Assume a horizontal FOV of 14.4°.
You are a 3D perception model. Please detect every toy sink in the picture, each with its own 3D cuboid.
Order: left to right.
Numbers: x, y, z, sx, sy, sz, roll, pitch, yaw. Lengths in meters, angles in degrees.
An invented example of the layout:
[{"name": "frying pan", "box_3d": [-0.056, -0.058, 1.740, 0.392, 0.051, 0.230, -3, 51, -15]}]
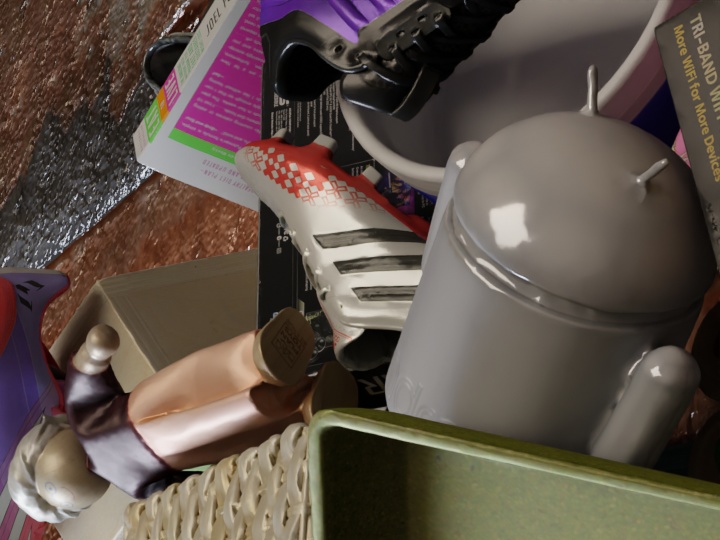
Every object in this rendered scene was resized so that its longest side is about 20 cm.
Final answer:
[{"name": "toy sink", "box_3d": [-0.071, 0.073, 1.556, 0.112, 0.200, 0.130, 55, 129, 21]}]

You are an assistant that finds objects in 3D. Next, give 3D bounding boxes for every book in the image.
[{"name": "book", "box_3d": [-0.023, -0.120, 1.581, 0.200, 0.134, 0.048, -55, 31, 30]}]

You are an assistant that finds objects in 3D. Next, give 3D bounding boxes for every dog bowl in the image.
[{"name": "dog bowl", "box_3d": [0.089, -0.115, 1.356, 0.200, 0.079, 0.200, -22, 52, 30]}]

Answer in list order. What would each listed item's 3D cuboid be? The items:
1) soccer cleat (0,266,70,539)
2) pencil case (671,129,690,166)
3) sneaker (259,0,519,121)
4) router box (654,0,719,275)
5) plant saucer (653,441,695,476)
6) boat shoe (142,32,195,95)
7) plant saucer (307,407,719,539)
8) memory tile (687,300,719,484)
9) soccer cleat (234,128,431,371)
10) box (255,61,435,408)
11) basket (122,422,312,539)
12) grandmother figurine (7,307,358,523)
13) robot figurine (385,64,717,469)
[{"name": "soccer cleat", "box_3d": [-0.179, 0.090, 1.486, 0.067, 0.076, 0.200, -122, 24, -61]}, {"name": "pencil case", "box_3d": [0.194, -0.095, 1.221, 0.086, 0.083, 0.200, 24, 96, 29]}, {"name": "sneaker", "box_3d": [0.034, -0.118, 1.307, 0.200, 0.070, 0.100, -9, 67, 40]}, {"name": "router box", "box_3d": [0.210, -0.040, 1.100, 0.157, 0.052, 0.200, -30, 59, 32]}, {"name": "plant saucer", "box_3d": [0.109, 0.114, 1.230, 0.200, 0.019, 0.070, -11, 60, 28]}, {"name": "boat shoe", "box_3d": [-0.079, -0.114, 1.753, 0.199, 0.068, 0.074, 36, 107, 61]}, {"name": "plant saucer", "box_3d": [0.081, 0.145, 1.154, 0.048, 0.200, 0.200, -53, -32, -51]}, {"name": "memory tile", "box_3d": [0.206, 0.063, 1.133, 0.200, 0.017, 0.153, -17, 59, 45]}, {"name": "soccer cleat", "box_3d": [0.000, 0.000, 1.367, 0.200, 0.069, 0.085, 33, 81, 33]}, {"name": "box", "box_3d": [0.028, -0.032, 1.440, 0.160, 0.044, 0.200, -13, 57, 18]}, {"name": "basket", "box_3d": [-0.013, 0.197, 1.350, 0.198, 0.161, 0.200, -29, 52, 52]}, {"name": "grandmother figurine", "box_3d": [-0.100, 0.077, 1.400, 0.200, 0.121, 0.061, -25, 15, 37]}, {"name": "robot figurine", "box_3d": [0.080, 0.018, 1.183, 0.170, 0.113, 0.200, 46, 130, 38]}]
